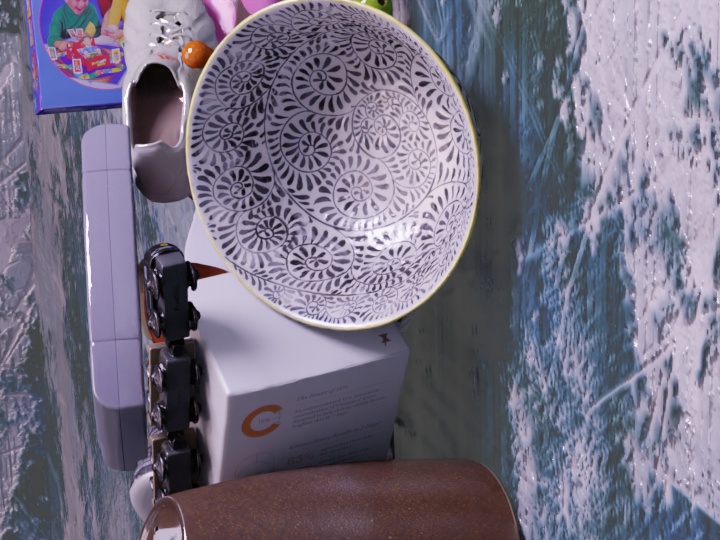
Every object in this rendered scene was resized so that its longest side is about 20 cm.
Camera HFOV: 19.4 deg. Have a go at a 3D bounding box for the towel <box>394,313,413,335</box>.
[{"bbox_3d":[0.000,0.000,1.440,0.200,0.030,0.151,126,149,-66],"label":"towel"}]

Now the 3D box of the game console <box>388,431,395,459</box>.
[{"bbox_3d":[-0.043,0.158,1.562,0.117,0.175,0.200,55,164,-3],"label":"game console"}]

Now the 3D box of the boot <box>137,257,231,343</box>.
[{"bbox_3d":[-0.095,0.065,1.501,0.107,0.075,0.201,19,145,35],"label":"boot"}]

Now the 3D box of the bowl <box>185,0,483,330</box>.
[{"bbox_3d":[0.001,-0.072,1.288,0.094,0.199,0.203,-25,-64,-60],"label":"bowl"}]

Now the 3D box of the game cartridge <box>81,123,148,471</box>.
[{"bbox_3d":[-0.161,0.014,1.378,0.134,0.040,0.202,106,160,-63],"label":"game cartridge"}]

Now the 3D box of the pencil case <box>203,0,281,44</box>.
[{"bbox_3d":[-0.094,-0.195,1.595,0.094,0.090,0.202,48,-130,-80],"label":"pencil case"}]

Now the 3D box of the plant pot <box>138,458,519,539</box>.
[{"bbox_3d":[-0.032,0.195,1.287,0.187,0.198,0.189,-38,46,56],"label":"plant pot"}]

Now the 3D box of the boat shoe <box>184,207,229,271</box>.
[{"bbox_3d":[-0.094,-0.051,1.644,0.068,0.071,0.201,105,177,-56],"label":"boat shoe"}]

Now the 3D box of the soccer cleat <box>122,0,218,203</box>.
[{"bbox_3d":[-0.137,-0.140,1.486,0.078,0.069,0.202,77,-172,-56],"label":"soccer cleat"}]

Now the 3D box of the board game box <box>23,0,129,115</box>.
[{"bbox_3d":[-0.170,-0.203,1.708,0.045,0.198,0.136,175,89,-75],"label":"board game box"}]

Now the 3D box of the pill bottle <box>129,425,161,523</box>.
[{"bbox_3d":[-0.098,0.106,1.617,0.107,0.105,0.201,106,-178,-53],"label":"pill bottle"}]

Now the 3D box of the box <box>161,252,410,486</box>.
[{"bbox_3d":[-0.054,0.097,1.366,0.201,0.123,0.098,101,148,-45],"label":"box"}]

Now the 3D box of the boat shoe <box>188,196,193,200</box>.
[{"bbox_3d":[-0.113,-0.089,1.782,0.201,0.071,0.071,132,130,-69],"label":"boat shoe"}]

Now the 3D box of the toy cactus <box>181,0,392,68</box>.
[{"bbox_3d":[-0.041,-0.106,1.398,0.199,0.102,0.166,-33,55,32],"label":"toy cactus"}]

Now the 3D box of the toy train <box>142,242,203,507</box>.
[{"bbox_3d":[-0.117,0.071,1.293,0.046,0.034,0.202,-126,31,-52],"label":"toy train"}]
